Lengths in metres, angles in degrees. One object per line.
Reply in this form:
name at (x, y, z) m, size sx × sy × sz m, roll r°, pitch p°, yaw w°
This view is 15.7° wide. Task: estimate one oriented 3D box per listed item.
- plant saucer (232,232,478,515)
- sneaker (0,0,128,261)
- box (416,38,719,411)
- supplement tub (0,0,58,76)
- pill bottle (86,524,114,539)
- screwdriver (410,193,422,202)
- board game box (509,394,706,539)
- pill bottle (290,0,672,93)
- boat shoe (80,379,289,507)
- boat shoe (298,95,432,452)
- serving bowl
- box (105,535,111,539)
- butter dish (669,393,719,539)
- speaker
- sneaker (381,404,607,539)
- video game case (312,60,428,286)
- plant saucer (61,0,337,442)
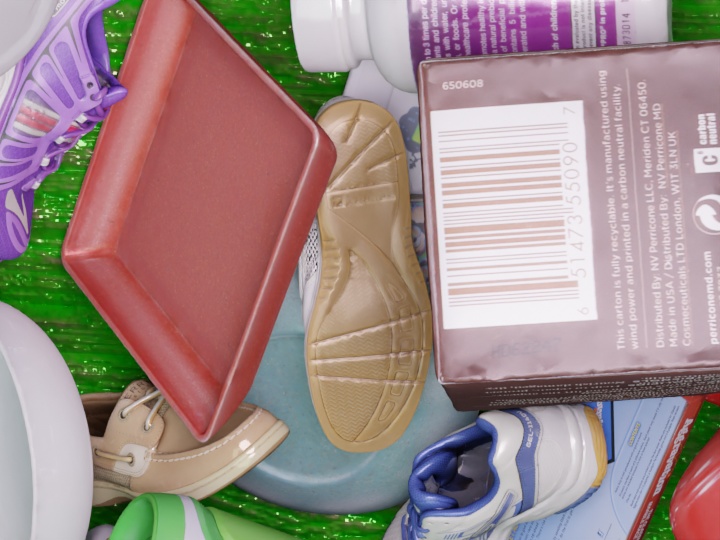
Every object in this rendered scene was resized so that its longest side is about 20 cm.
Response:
plant saucer at (-0.031, 0.072, 1.538) m, size 0.201 × 0.039 × 0.201 m, roll 6°, pitch 121°, yaw 10°
sneaker at (-0.180, -0.090, 1.493) m, size 0.083 × 0.081 × 0.200 m, roll 16°, pitch 113°, yaw -4°
box at (0.119, -0.018, 1.344) m, size 0.164 × 0.200 × 0.166 m, roll -4°, pitch 84°, yaw 4°
supplement tub at (-0.266, -0.191, 1.412) m, size 0.200 × 0.123 × 0.123 m, roll 33°, pitch 117°, yaw 25°
pill bottle at (-0.118, 0.258, 1.605) m, size 0.200 × 0.112 × 0.112 m, roll 41°, pitch 113°, yaw -8°
screwdriver at (0.026, -0.037, 1.483) m, size 0.200 × 0.028 × 0.029 m, roll -6°, pitch 83°, yaw 15°
board game box at (0.126, 0.120, 1.512) m, size 0.103 × 0.019 × 0.200 m, roll 40°, pitch 130°, yaw 28°
pill bottle at (0.066, -0.152, 1.402) m, size 0.200 × 0.112 × 0.112 m, roll -2°, pitch 112°, yaw 8°
boat shoe at (-0.121, 0.097, 1.520) m, size 0.200 × 0.071 × 0.065 m, roll -12°, pitch 111°, yaw 49°
boat shoe at (0.000, 0.000, 1.461) m, size 0.071 × 0.069 × 0.200 m, roll -2°, pitch 101°, yaw -9°
serving bowl at (-0.211, 0.110, 1.544) m, size 0.066 × 0.200 × 0.200 m, roll -6°, pitch 119°, yaw -34°
box at (-0.080, 0.231, 1.529) m, size 0.200 × 0.070 × 0.064 m, roll 52°, pitch 139°, yaw 3°
butter dish at (0.248, 0.110, 1.464) m, size 0.200 × 0.199 × 0.148 m, roll -39°, pitch 78°, yaw 20°
speaker at (-0.044, 0.190, 1.473) m, size 0.200 × 0.088 × 0.088 m, roll 22°, pitch 116°, yaw -23°
sneaker at (0.052, 0.130, 1.502) m, size 0.088 × 0.075 × 0.200 m, roll 7°, pitch 142°, yaw -35°
video game case at (0.072, -0.032, 1.502) m, size 0.200 × 0.024 × 0.182 m, roll 18°, pitch 114°, yaw 1°
plant saucer at (-0.088, -0.038, 1.461) m, size 0.037 × 0.200 × 0.200 m, roll 2°, pitch 121°, yaw -36°
